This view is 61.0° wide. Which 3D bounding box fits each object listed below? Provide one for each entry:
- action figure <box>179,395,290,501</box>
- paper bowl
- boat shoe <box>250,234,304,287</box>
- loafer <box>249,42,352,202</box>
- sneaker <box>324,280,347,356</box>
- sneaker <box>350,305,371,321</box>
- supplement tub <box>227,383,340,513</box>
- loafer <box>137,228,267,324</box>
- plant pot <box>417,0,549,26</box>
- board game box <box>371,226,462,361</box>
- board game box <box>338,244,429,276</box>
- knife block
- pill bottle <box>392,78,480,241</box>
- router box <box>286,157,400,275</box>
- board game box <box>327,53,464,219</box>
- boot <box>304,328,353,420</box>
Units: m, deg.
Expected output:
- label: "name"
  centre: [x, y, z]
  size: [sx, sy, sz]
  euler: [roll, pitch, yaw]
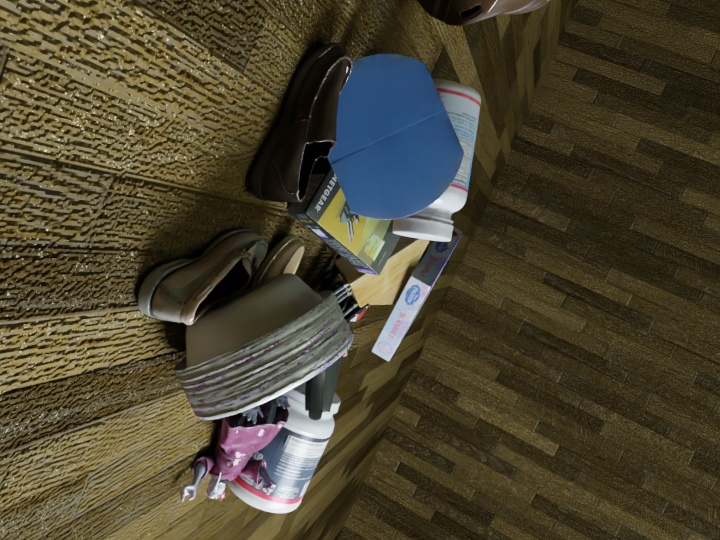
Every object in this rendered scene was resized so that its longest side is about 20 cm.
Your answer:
- label: "action figure"
  centre: [-0.196, 0.265, 0.921]
  size: [0.201, 0.133, 0.149]
  euler: [-58, -148, 23]
- label: "paper bowl"
  centre: [-0.117, 0.075, 0.698]
  size: [0.199, 0.105, 0.201]
  euler: [-25, -173, 3]
- label: "boat shoe"
  centre: [-0.119, 0.050, 0.835]
  size: [0.202, 0.064, 0.071]
  euler: [-65, 165, -1]
- label: "loafer"
  centre: [-0.053, -0.163, 0.708]
  size: [0.202, 0.070, 0.073]
  euler: [-65, 165, -1]
- label: "sneaker"
  centre: [-0.054, 0.118, 1.127]
  size: [0.202, 0.086, 0.074]
  euler: [-68, 166, 11]
- label: "sneaker"
  centre: [0.041, 0.034, 1.179]
  size: [0.201, 0.111, 0.072]
  euler: [-72, -179, -50]
- label: "supplement tub"
  centre: [-0.129, 0.286, 1.031]
  size: [0.202, 0.139, 0.140]
  euler: [-66, 165, 2]
- label: "loafer"
  centre: [-0.151, 0.011, 0.662]
  size: [0.200, 0.062, 0.073]
  euler: [-37, 149, -60]
- label: "plant pot"
  centre: [0.177, -0.446, 0.857]
  size: [0.198, 0.199, 0.202]
  euler: [-40, 152, -41]
- label: "board game box"
  centre: [0.106, 0.038, 1.138]
  size: [0.200, 0.041, 0.201]
  euler: [-51, 169, -49]
- label: "board game box"
  centre: [0.049, -0.059, 1.112]
  size: [0.199, 0.062, 0.201]
  euler: [-30, 152, -30]
- label: "knife block"
  centre: [0.000, 0.000, 1.014]
  size: [0.174, 0.064, 0.201]
  euler: [2, 125, -40]
- label: "pill bottle"
  centre: [0.097, -0.145, 0.831]
  size: [0.109, 0.108, 0.203]
  euler: [7, 92, -74]
- label: "router box"
  centre: [0.009, -0.120, 0.869]
  size: [0.157, 0.052, 0.201]
  euler: [38, 73, -34]
- label: "board game box"
  centre: [0.034, -0.166, 0.770]
  size: [0.157, 0.202, 0.039]
  euler: [-24, -179, 3]
- label: "boot"
  centre: [-0.059, 0.160, 0.986]
  size: [0.200, 0.077, 0.140]
  euler: [32, 59, -76]
